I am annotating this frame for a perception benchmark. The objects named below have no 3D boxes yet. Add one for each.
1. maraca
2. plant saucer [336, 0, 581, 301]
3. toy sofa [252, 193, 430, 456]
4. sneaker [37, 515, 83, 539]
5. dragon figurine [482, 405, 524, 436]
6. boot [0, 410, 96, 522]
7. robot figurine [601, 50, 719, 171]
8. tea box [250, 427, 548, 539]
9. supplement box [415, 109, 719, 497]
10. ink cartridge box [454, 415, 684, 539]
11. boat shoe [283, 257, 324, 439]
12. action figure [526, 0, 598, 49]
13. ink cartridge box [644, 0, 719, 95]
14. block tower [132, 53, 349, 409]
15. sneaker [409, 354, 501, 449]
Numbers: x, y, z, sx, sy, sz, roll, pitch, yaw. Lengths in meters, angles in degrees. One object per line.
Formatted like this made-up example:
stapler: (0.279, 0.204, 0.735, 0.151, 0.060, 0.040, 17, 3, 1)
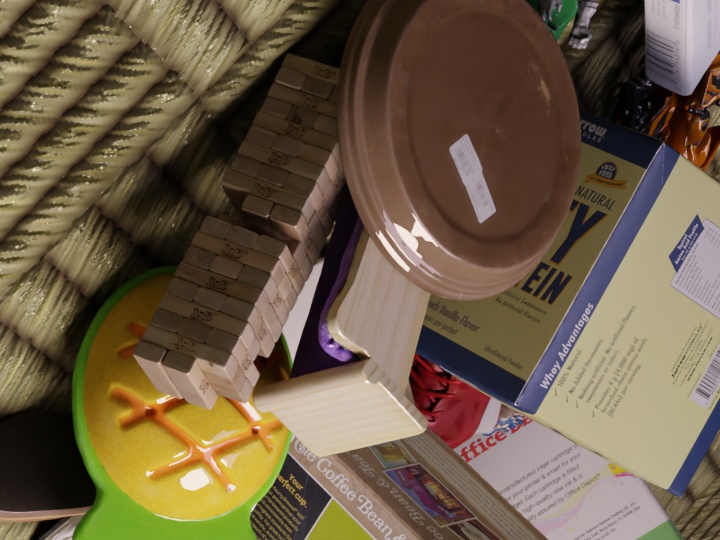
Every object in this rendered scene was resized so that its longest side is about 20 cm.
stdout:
maraca: (-0.104, 0.095, 1.268, 0.137, 0.200, 0.107, 11, 164, -18)
plant saucer: (0.065, -0.082, 1.263, 0.200, 0.029, 0.200, 4, 84, -46)
toy sofa: (0.000, 0.000, 1.274, 0.098, 0.083, 0.200, 47, 42, -34)
sneaker: (-0.171, 0.235, 1.457, 0.074, 0.079, 0.200, -39, 155, -21)
dragon figurine: (0.163, 0.050, 1.730, 0.200, 0.059, 0.099, -36, 155, -13)
boot: (-0.174, 0.126, 1.318, 0.200, 0.074, 0.075, -11, 149, -52)
robot figurine: (0.232, -0.108, 1.618, 0.145, 0.058, 0.200, -22, 145, -44)
tea box: (0.009, 0.227, 1.513, 0.134, 0.200, 0.197, -4, 131, -54)
supplement box: (0.168, 0.017, 1.498, 0.200, 0.134, 0.200, 30, 88, -43)
ink cartridge box: (0.163, 0.202, 1.759, 0.145, 0.200, 0.084, -32, 156, 0)
boat shoe: (-0.058, 0.080, 1.428, 0.200, 0.072, 0.069, -65, -168, -5)
action figure: (0.116, -0.166, 1.370, 0.200, 0.055, 0.118, -54, 151, 4)
ink cartridge box: (0.251, -0.246, 1.455, 0.200, 0.043, 0.196, -56, 159, -19)
block tower: (-0.054, -0.020, 1.220, 0.200, 0.054, 0.058, -64, 161, -19)
sneaker: (0.054, 0.091, 1.604, 0.116, 0.078, 0.200, -37, 151, -24)
